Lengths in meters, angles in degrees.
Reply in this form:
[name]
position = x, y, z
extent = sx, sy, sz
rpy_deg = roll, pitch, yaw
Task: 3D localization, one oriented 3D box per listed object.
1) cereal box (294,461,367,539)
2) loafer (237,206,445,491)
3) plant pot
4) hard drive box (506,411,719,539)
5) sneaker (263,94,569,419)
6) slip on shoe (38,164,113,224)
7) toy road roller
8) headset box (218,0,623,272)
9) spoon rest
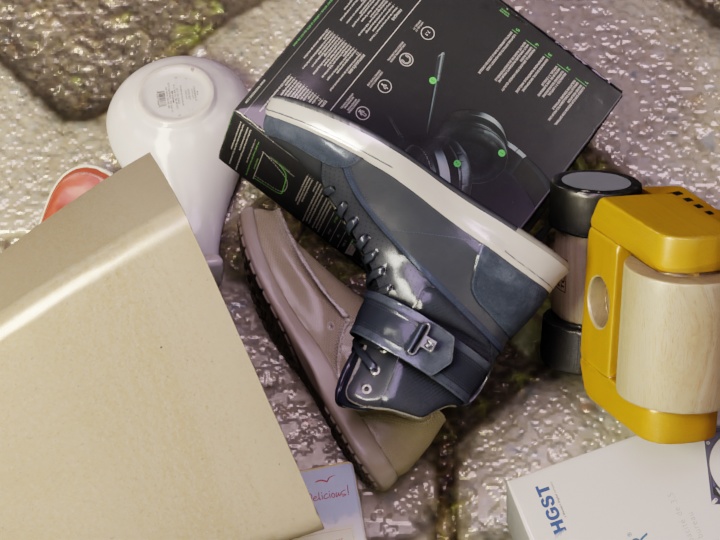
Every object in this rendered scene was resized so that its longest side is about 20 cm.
[cereal box]
position = -0.056, 0.223, 1.369
extent = 0.143, 0.040, 0.201
rpy_deg = -10, 64, 1
[loafer]
position = -0.013, 0.041, 1.438
extent = 0.068, 0.076, 0.200
rpy_deg = -27, 75, -10
[plant pot]
position = -0.152, 0.072, 1.323
extent = 0.177, 0.200, 0.200
rpy_deg = -25, 105, -4
[hard drive box]
position = 0.205, 0.171, 1.357
extent = 0.199, 0.077, 0.156
rpy_deg = -20, 65, -5
[sneaker]
position = 0.000, 0.000, 1.352
extent = 0.202, 0.077, 0.146
rpy_deg = 34, 90, 1
[slip on shoe]
position = -0.185, 0.019, 1.463
extent = 0.074, 0.061, 0.201
rpy_deg = 6, 64, 8
[toy road roller]
position = 0.200, 0.012, 1.376
extent = 0.146, 0.200, 0.123
rpy_deg = -4, 108, -16
[headset box]
position = 0.043, -0.088, 1.458
extent = 0.200, 0.093, 0.174
rpy_deg = 37, 71, 2
[spoon rest]
position = -0.115, -0.062, 1.507
extent = 0.099, 0.061, 0.200
rpy_deg = -7, 51, -1
